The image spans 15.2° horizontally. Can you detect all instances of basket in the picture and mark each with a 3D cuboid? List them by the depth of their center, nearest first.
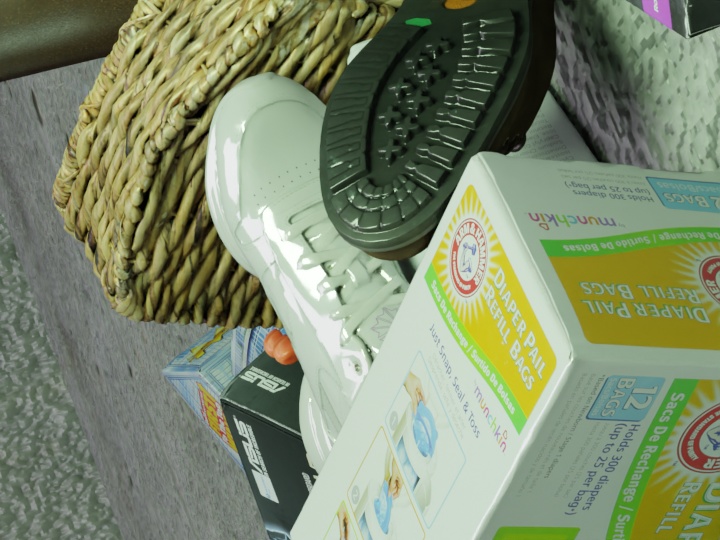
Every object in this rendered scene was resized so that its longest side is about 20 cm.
[{"bbox_3d":[-0.067,-0.092,1.249,0.201,0.142,0.149,-58,45,33],"label":"basket"}]

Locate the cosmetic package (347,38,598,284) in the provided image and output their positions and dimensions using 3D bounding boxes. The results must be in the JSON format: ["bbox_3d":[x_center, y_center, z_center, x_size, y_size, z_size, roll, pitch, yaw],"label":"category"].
[{"bbox_3d":[0.065,-0.008,1.132,0.102,0.074,0.201,83,164,-46],"label":"cosmetic package"}]

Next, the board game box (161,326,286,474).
[{"bbox_3d":[-0.031,0.085,1.542,0.200,0.062,0.200,44,159,20],"label":"board game box"}]

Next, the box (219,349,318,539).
[{"bbox_3d":[0.018,0.148,1.422,0.160,0.044,0.201,23,144,38],"label":"box"}]

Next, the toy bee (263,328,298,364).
[{"bbox_3d":[0.000,0.000,1.334,0.131,0.108,0.201,132,118,-73],"label":"toy bee"}]

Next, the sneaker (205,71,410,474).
[{"bbox_3d":[0.001,0.008,1.149,0.099,0.075,0.201,3,118,62],"label":"sneaker"}]

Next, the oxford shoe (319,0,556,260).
[{"bbox_3d":[0.040,-0.064,1.026,0.201,0.072,0.085,-65,-33,-43],"label":"oxford shoe"}]

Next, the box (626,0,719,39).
[{"bbox_3d":[0.074,-0.177,0.938,0.200,0.036,0.144,-135,30,-60],"label":"box"}]

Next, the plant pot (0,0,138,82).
[{"bbox_3d":[-0.140,-0.196,1.432,0.200,0.197,0.202,161,90,-78],"label":"plant pot"}]

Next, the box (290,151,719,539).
[{"bbox_3d":[0.067,0.066,0.979,0.201,0.112,0.102,-66,34,37],"label":"box"}]
